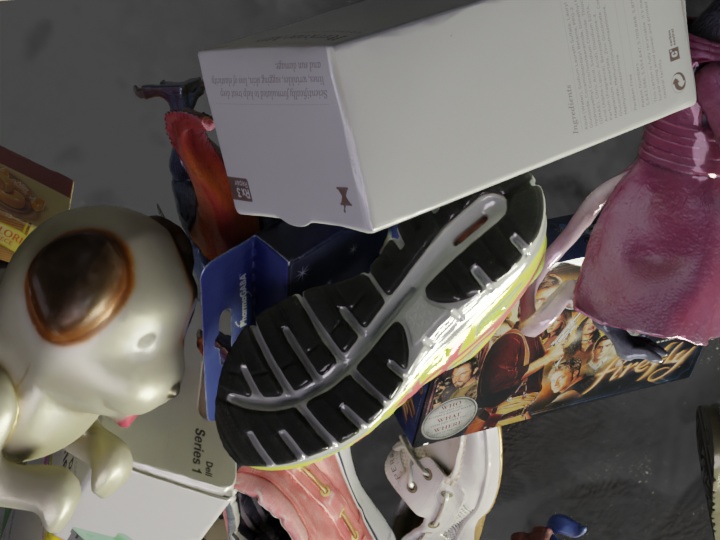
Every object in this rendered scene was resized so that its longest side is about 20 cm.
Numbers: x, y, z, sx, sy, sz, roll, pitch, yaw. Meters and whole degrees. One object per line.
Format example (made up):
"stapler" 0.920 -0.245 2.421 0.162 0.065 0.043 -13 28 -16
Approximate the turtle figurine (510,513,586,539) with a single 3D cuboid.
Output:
"turtle figurine" 0.151 0.295 1.040 0.142 0.194 0.202 11 114 3

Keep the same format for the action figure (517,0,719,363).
"action figure" 0.162 -0.065 0.750 0.147 0.134 0.202 6 112 -1

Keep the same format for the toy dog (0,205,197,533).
"toy dog" -0.170 0.034 0.739 0.198 0.196 0.139 -16 171 21

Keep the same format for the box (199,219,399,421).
"box" 0.000 0.000 0.788 0.199 0.032 0.122 -33 146 -31

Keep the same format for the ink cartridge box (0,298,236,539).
"ink cartridge box" -0.150 0.125 0.901 0.083 0.146 0.201 21 129 -20

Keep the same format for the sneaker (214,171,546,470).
"sneaker" 0.018 0.033 0.729 0.199 0.079 0.090 -37 158 7

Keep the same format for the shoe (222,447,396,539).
"shoe" -0.035 0.176 0.982 0.071 0.091 0.202 8 135 29

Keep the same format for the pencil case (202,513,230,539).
"pencil case" -0.071 0.237 1.065 0.089 0.078 0.201 -34 132 -4

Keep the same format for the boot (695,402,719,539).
"boot" 0.331 0.129 1.002 0.197 0.073 0.182 -9 149 13

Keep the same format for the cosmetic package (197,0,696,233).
"cosmetic package" 0.041 -0.086 0.664 0.199 0.112 0.082 -21 107 -33

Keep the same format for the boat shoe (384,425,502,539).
"boat shoe" 0.051 0.133 0.980 0.068 0.071 0.201 0 136 -6

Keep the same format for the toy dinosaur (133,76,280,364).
"toy dinosaur" -0.076 -0.009 0.784 0.104 0.200 0.184 -1 105 17

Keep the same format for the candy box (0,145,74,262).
"candy box" -0.259 0.004 0.836 0.115 0.056 0.200 26 127 -25

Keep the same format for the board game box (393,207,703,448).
"board game box" 0.122 0.026 0.860 0.198 0.035 0.136 -12 137 -22
